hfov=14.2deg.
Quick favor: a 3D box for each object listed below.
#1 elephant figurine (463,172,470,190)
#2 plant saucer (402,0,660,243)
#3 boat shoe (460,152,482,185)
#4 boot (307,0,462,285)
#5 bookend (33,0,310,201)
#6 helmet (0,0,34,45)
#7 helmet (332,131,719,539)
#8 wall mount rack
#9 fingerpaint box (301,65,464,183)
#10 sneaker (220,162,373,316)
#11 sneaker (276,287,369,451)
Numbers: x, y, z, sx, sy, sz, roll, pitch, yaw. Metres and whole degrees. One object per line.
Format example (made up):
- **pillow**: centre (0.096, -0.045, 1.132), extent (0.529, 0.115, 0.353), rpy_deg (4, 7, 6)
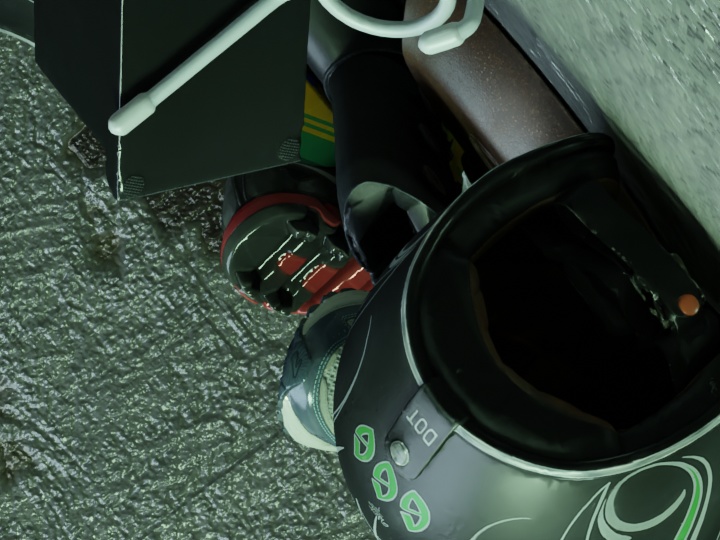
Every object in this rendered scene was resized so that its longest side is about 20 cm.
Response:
- **elephant figurine**: centre (0.038, -0.036, 1.858), extent (0.200, 0.155, 0.142), rpy_deg (41, 133, 11)
- **plant saucer**: centre (0.077, -0.058, 1.381), extent (0.201, 0.037, 0.200), rpy_deg (52, 179, 1)
- **boat shoe**: centre (0.086, -0.008, 1.532), extent (0.074, 0.063, 0.202), rpy_deg (56, -174, -40)
- **boot**: centre (-0.005, -0.083, 1.438), extent (0.165, 0.066, 0.201), rpy_deg (43, -153, -28)
- **bookend**: centre (-0.103, -0.171, 1.279), extent (0.199, 0.092, 0.201), rpy_deg (48, 143, 47)
- **helmet**: centre (-0.168, -0.224, 1.623), extent (0.190, 0.201, 0.200), rpy_deg (20, -176, -9)
- **helmet**: centre (0.085, 0.055, 1.239), extent (0.200, 0.200, 0.191), rpy_deg (51, 161, 19)
- **wall mount rack**: centre (-0.051, -0.133, 1.157), extent (0.200, 0.173, 0.075), rpy_deg (53, -142, -41)
- **fingerpaint box**: centre (-0.020, -0.087, 1.609), extent (0.167, 0.073, 0.200), rpy_deg (49, -161, -18)
- **sneaker**: centre (0.000, 0.000, 1.500), extent (0.200, 0.071, 0.098), rpy_deg (34, -157, -37)
- **sneaker**: centre (0.042, 0.062, 1.360), extent (0.086, 0.078, 0.200), rpy_deg (15, 178, 40)
